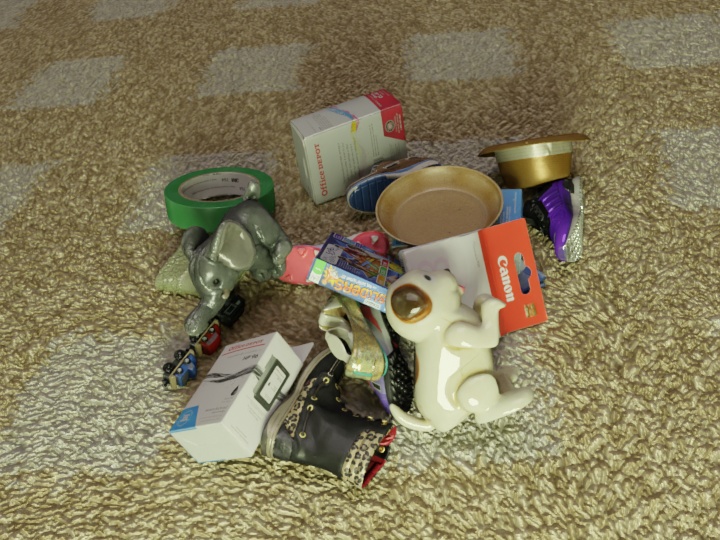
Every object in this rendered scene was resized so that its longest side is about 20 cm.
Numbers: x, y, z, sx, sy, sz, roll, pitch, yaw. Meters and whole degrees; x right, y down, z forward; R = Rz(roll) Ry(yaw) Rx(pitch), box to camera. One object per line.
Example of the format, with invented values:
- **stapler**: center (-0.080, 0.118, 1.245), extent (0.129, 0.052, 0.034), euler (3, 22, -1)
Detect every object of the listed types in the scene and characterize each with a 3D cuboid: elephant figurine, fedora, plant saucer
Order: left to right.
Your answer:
- **elephant figurine**: center (-0.208, -0.021, 1.181), extent (0.155, 0.142, 0.199), euler (47, 39, 17)
- **plant saucer**: center (0.123, -0.091, 1.204), extent (0.198, 0.036, 0.201), euler (-7, 42, 6)
- **fedora**: center (0.305, -0.188, 1.351), extent (0.198, 0.083, 0.201), euler (-8, 5, 1)

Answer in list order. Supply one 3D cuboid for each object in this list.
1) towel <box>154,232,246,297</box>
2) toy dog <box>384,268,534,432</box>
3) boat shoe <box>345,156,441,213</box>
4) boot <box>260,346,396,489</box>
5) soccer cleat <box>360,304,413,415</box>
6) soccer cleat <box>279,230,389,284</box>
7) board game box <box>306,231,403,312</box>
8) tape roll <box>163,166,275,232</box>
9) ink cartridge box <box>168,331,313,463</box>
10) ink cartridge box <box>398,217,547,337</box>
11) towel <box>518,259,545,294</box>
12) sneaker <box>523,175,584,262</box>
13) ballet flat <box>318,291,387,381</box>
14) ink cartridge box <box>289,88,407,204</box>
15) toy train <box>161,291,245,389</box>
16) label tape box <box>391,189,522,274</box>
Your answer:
- **towel**: center (-0.254, -0.028, 1.337), extent (0.147, 0.037, 0.201), euler (9, 44, 22)
- **toy dog**: center (0.106, 0.091, 0.999), extent (0.192, 0.202, 0.140), euler (-25, 6, 14)
- **boat shoe**: center (0.053, -0.160, 1.410), extent (0.198, 0.073, 0.072), euler (-17, 35, -24)
- **boot**: center (-0.022, 0.190, 1.016), extent (0.149, 0.074, 0.200), euler (18, 39, 21)
- **soccer cleat**: center (0.024, 0.129, 1.094), extent (0.073, 0.068, 0.201), euler (-29, 44, 18)
- **soccer cleat**: center (-0.048, -0.022, 1.282), extent (0.198, 0.068, 0.076), euler (-14, 5, 6)
- **board game box**: center (0.000, 0.000, 1.142), extent (0.134, 0.035, 0.200), euler (23, 14, 0)
- **tape roll**: center (-0.256, -0.133, 1.413), extent (0.198, 0.049, 0.201), euler (-2, 28, 1)
- **ink cartridge box**: center (-0.157, 0.156, 1.050), extent (0.115, 0.068, 0.201), euler (-17, 31, 39)
- **ink cartridge box**: center (0.166, 0.026, 1.102), extent (0.198, 0.165, 0.057), euler (-15, 6, -3)
- **towel**: center (0.180, -0.004, 1.236), extent (0.146, 0.024, 0.200), euler (-28, 44, -18)
- **sneaker**: center (0.315, -0.081, 1.270), extent (0.098, 0.070, 0.201), euler (-1, 37, 20)
- **ballet flat**: center (-0.023, 0.080, 1.067), extent (0.070, 0.071, 0.200), euler (-18, 36, -10)
- **ink cartridge box**: center (-0.019, -0.232, 1.438), extent (0.198, 0.149, 0.086), euler (-20, 41, -13)
- **toy train**: center (-0.236, 0.107, 1.184), extent (0.045, 0.034, 0.201), euler (22, 48, 15)
- **label tape box**: center (0.159, -0.064, 1.241), extent (0.197, 0.067, 0.144), euler (-1, 42, 14)
